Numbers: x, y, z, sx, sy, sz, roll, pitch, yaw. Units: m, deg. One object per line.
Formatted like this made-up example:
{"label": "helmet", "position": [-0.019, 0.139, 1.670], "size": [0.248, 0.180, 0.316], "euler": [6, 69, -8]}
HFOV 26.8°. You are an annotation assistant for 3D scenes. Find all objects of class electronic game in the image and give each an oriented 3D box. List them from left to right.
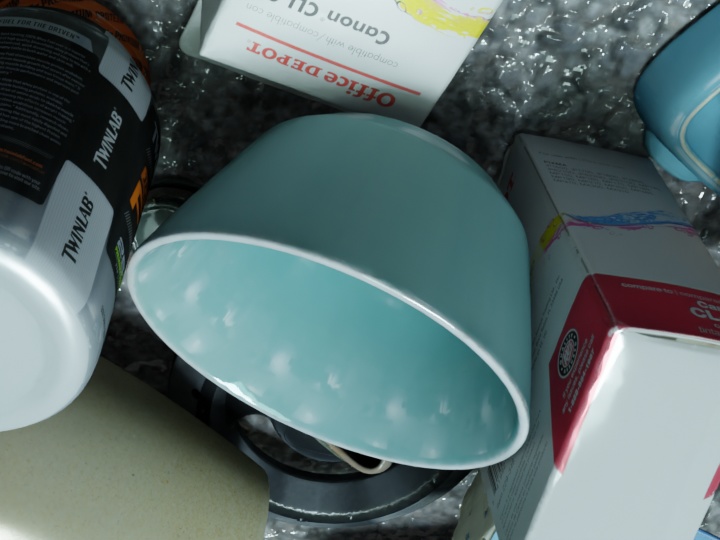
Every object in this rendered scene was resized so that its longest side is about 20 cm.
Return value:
{"label": "electronic game", "position": [-0.016, 0.078, 0.902], "size": [0.199, 0.042, 0.201], "euler": [-1, 124, -1]}

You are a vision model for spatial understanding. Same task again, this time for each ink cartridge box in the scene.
{"label": "ink cartridge box", "position": [0.002, -0.141, 0.683], "size": [0.116, 0.068, 0.200], "euler": [18, 130, -19]}
{"label": "ink cartridge box", "position": [0.113, 0.041, 0.750], "size": [0.085, 0.200, 0.148], "euler": [10, 119, -11]}

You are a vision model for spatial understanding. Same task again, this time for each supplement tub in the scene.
{"label": "supplement tub", "position": [-0.158, -0.036, 0.678], "size": [0.122, 0.201, 0.123], "euler": [3, 131, 4]}

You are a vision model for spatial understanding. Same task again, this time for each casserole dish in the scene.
{"label": "casserole dish", "position": [0.231, -0.099, 0.753], "size": [0.121, 0.039, 0.200], "euler": [35, 124, -29]}

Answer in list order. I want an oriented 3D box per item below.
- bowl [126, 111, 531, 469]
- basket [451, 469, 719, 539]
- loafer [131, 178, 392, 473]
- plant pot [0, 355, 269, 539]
{"label": "bowl", "position": [0.000, 0.000, 0.717], "size": [0.200, 0.105, 0.201], "euler": [19, 154, 10]}
{"label": "basket", "position": [0.151, 0.184, 0.883], "size": [0.199, 0.176, 0.140], "euler": [26, 119, 2]}
{"label": "loafer", "position": [-0.047, 0.030, 0.809], "size": [0.200, 0.063, 0.072], "euler": [42, 111, -12]}
{"label": "plant pot", "position": [-0.159, 0.128, 0.837], "size": [0.199, 0.188, 0.188], "euler": [20, 129, -17]}
